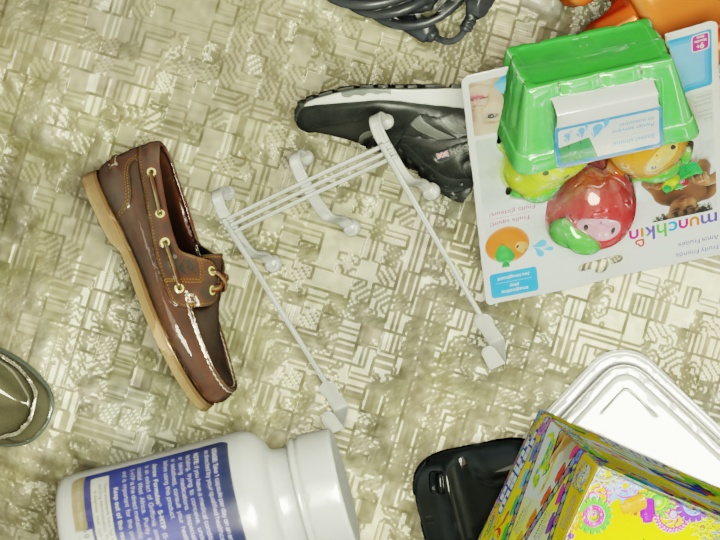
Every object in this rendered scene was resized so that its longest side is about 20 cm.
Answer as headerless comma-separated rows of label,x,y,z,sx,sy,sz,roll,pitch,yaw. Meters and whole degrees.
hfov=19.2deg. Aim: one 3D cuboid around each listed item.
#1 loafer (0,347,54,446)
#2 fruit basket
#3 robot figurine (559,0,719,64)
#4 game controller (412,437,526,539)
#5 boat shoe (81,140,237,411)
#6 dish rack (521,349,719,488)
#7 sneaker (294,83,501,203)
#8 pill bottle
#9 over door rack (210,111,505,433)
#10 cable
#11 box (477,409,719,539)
loafer,-0.322,0.073,1.566,0.200,0.070,0.075,23,89,4
fruit basket,0.170,-0.069,1.501,0.185,0.094,0.200,-12,121,-5
robot figurine,0.239,-0.233,1.526,0.200,0.117,0.144,-31,57,1
game controller,0.106,0.220,1.532,0.104,0.042,0.200,-14,99,7
boat shoe,-0.134,0.002,1.558,0.070,0.070,0.200,-26,86,6
dish rack,0.206,0.175,1.548,0.200,0.044,0.172,43,90,3
sneaker,0.051,-0.093,1.554,0.200,0.076,0.088,0,94,3
pill bottle,-0.107,0.181,1.525,0.200,0.120,0.120,-15,87,3
over door rack,0.000,0.000,1.544,0.148,0.067,0.200,-24,100,19
cable,0.046,-0.274,1.578,0.163,0.051,0.200,22,85,12
box,0.200,0.200,1.416,0.200,0.193,0.122,24,94,-8
